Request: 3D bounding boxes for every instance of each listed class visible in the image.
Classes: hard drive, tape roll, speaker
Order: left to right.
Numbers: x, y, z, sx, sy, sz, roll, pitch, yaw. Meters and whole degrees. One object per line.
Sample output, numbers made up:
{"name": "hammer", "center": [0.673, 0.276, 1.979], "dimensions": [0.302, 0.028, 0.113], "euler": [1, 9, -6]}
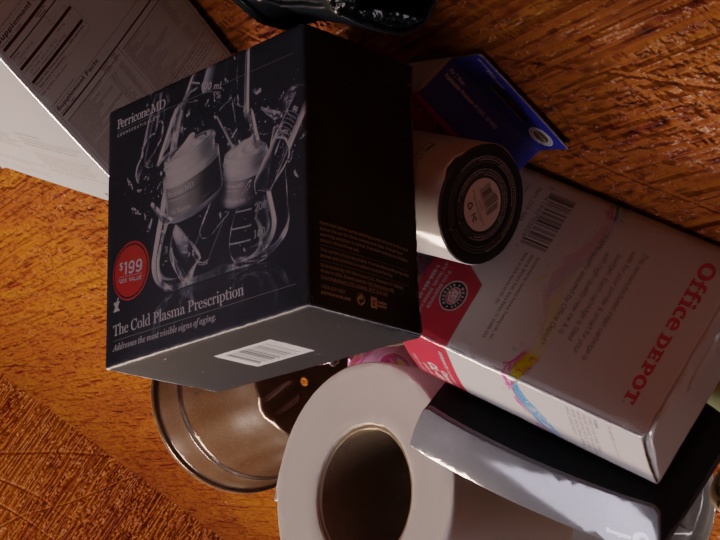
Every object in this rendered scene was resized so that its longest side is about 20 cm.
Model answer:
{"name": "speaker", "center": [0.012, -0.061, 1.237], "dimensions": [0.199, 0.082, 0.081], "euler": [14, 154, 46]}
{"name": "tape roll", "center": [0.050, 0.178, 1.414], "dimensions": [0.138, 0.205, 0.202], "euler": [11, -179, -41]}
{"name": "hard drive", "center": [0.147, 0.109, 1.276], "dimensions": [0.199, 0.135, 0.043], "euler": [22, 141, 27]}

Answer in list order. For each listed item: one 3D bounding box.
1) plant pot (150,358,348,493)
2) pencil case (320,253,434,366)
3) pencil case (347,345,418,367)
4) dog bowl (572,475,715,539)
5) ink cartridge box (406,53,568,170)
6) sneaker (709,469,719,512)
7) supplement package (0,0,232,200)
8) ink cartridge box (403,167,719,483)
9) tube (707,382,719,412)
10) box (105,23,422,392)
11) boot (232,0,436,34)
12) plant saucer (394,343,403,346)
{"name": "plant pot", "center": [-0.080, 0.109, 1.790], "dimensions": [0.200, 0.201, 0.198], "euler": [39, 154, -15]}
{"name": "pencil case", "center": [0.015, 0.011, 1.306], "dimensions": [0.082, 0.087, 0.199], "euler": [25, -155, 37]}
{"name": "pencil case", "center": [0.076, 0.130, 1.578], "dimensions": [0.200, 0.088, 0.087], "euler": [44, 161, -4]}
{"name": "dog bowl", "center": [0.191, 0.184, 1.506], "dimensions": [0.200, 0.200, 0.059], "euler": [38, -164, -14]}
{"name": "ink cartridge box", "center": [0.049, -0.101, 1.259], "dimensions": [0.095, 0.037, 0.199], "euler": [44, 158, -24]}
{"name": "sneaker", "center": [0.369, 0.204, 1.413], "dimensions": [0.199, 0.070, 0.109], "euler": [6, 145, 51]}
{"name": "supplement package", "center": [-0.238, -0.177, 1.377], "dimensions": [0.190, 0.148, 0.200], "euler": [16, 155, 43]}
{"name": "ink cartridge box", "center": [0.146, 0.032, 1.238], "dimensions": [0.199, 0.148, 0.086], "euler": [26, 161, 26]}
{"name": "tube", "center": [0.252, 0.096, 1.389], "dimensions": [0.199, 0.052, 0.059], "euler": [23, 118, 41]}
{"name": "box", "center": [-0.067, -0.034, 1.180], "dimensions": [0.199, 0.184, 0.104], "euler": [-18, 156, 41]}
{"name": "boot", "center": [-0.061, -0.212, 1.090], "dimensions": [0.200, 0.077, 0.168], "euler": [37, 167, -30]}
{"name": "plant saucer", "center": [0.000, 0.000, 1.449], "dimensions": [0.198, 0.037, 0.201], "euler": [9, 138, 8]}
